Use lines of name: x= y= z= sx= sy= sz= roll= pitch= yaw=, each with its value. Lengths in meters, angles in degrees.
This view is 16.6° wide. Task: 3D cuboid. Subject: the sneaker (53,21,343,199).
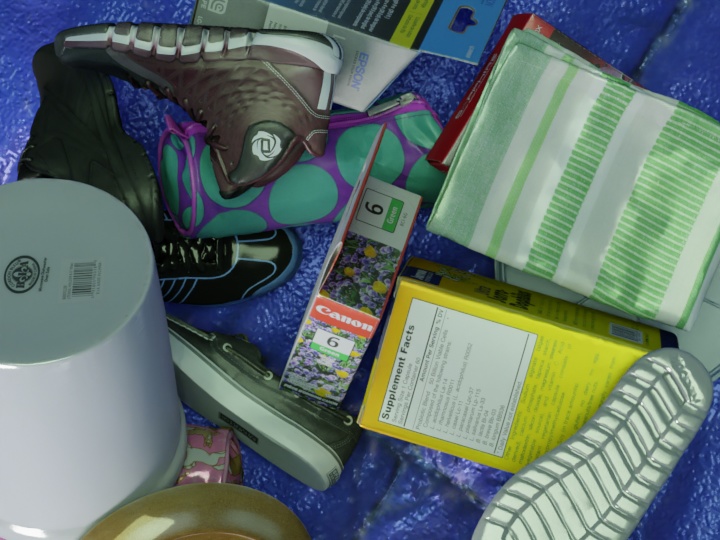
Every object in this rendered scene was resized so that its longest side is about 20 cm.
sneaker: x=-0.113 y=-0.107 z=1.655 sx=0.199 sy=0.076 sz=0.116 roll=4 pitch=95 yaw=13

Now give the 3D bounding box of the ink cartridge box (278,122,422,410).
ink cartridge box: x=0.000 y=0.000 z=1.685 sx=0.050 sy=0.200 sz=0.109 roll=21 pitch=56 yaw=-2

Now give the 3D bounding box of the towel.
towel: x=0.164 y=-0.060 z=1.683 sx=0.199 sy=0.023 sz=0.153 roll=23 pitch=89 yaw=-11

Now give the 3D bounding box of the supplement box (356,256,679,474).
supplement box: x=0.110 y=0.075 z=1.702 sx=0.199 sy=0.110 sz=0.109 roll=17 pitch=99 yaw=3

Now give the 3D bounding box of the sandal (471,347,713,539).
sandal: x=0.157 y=0.138 z=1.625 sx=0.203 sy=0.050 sz=0.082 roll=-43 pitch=85 yaw=-4

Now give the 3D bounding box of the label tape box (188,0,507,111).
label tape box: x=-0.008 y=-0.174 z=1.738 sx=0.199 sy=0.144 sz=0.063 roll=18 pitch=119 yaw=4

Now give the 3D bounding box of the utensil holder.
utensil holder: x=-0.208 y=0.061 z=1.648 sx=0.169 sy=0.200 sz=0.170 roll=-1 pitch=51 yaw=2

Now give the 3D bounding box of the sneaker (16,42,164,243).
sneaker: x=-0.206 y=-0.089 z=1.741 sx=0.090 sy=0.076 sz=0.200 roll=-18 pitch=47 yaw=-13

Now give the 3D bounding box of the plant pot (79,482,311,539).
plant pot: x=-0.120 y=0.236 z=1.706 sx=0.199 sy=0.028 sz=0.201 roll=-12 pitch=126 yaw=-17

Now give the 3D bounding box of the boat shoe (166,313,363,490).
boat shoe: x=-0.088 y=0.080 z=1.769 sx=0.200 sy=0.069 sz=0.057 roll=36 pitch=69 yaw=4

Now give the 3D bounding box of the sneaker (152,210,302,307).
sneaker: x=-0.143 y=-0.009 z=1.767 sx=0.199 sy=0.078 sz=0.070 roll=-4 pitch=85 yaw=3

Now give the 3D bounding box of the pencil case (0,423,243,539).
pencil case: x=-0.184 y=0.152 z=1.755 sx=0.199 sy=0.083 sz=0.087 roll=3 pitch=49 yaw=3

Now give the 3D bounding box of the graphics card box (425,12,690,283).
graphics card box: x=0.162 y=-0.075 z=1.719 sx=0.200 sy=0.051 sz=0.126 roll=33 pitch=86 yaw=-11

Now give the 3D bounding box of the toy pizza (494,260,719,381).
toy pizza: x=0.196 y=-0.002 z=1.774 sx=0.199 sy=0.032 sz=0.201 roll=0 pitch=86 yaw=2

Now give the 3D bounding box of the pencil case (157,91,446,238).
pencil case: x=-0.039 y=-0.077 z=1.740 sx=0.199 sy=0.085 sz=0.093 roll=-10 pitch=124 yaw=-17
